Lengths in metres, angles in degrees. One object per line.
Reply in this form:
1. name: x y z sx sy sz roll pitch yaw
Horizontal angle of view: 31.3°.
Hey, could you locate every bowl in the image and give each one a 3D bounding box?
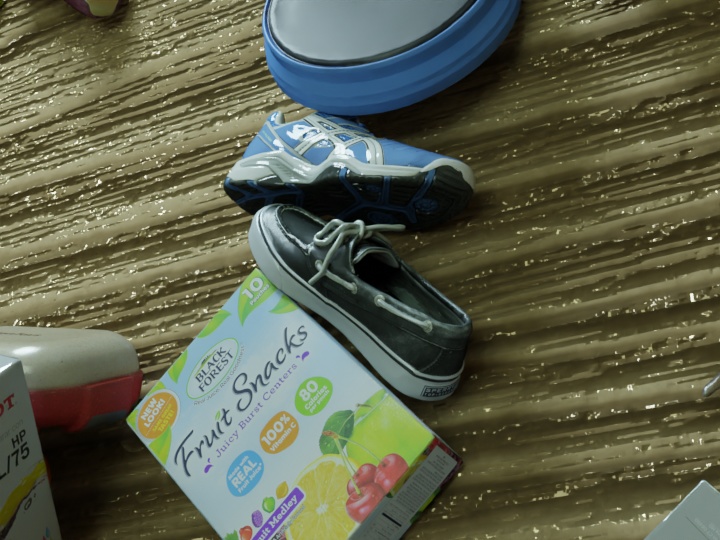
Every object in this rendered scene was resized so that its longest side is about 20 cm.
1. bowl: 0.019 -0.198 0.949 0.198 0.040 0.202 -13 46 14

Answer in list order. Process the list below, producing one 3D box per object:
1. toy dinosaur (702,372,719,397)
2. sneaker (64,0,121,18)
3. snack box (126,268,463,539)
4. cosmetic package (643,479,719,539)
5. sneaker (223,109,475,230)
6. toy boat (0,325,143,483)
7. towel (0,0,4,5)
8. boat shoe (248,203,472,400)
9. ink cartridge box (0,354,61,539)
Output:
1. toy dinosaur: 0.262 -0.012 0.721 0.200 0.085 0.136 -50 39 19
2. sneaker: -0.286 -0.285 1.193 0.201 0.074 0.090 55 129 27
3. snack box: -0.049 0.112 0.846 0.142 0.053 0.200 -48 52 -2
4. cosmetic package: 0.143 0.215 0.649 0.200 0.107 0.090 -48 52 1
5. sneaker: -0.008 -0.078 0.909 0.198 0.076 0.078 7 64 31
6. toy boat: -0.256 0.111 0.941 0.198 0.130 0.133 1 94 30
7. towel: -0.424 -0.300 1.305 0.086 0.018 0.201 -39 52 5
8. boat shoe: -0.002 0.001 0.852 0.199 0.073 0.069 45 132 37
9. ink cartridge box: -0.299 0.165 0.834 0.144 0.203 0.147 8 29 27
